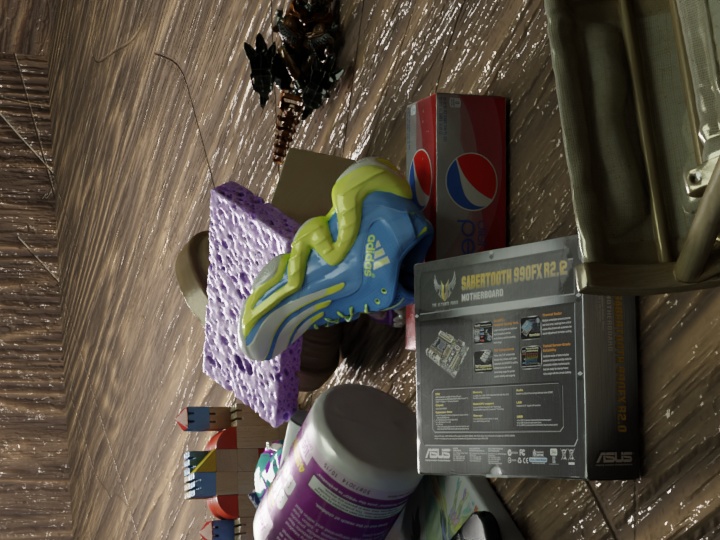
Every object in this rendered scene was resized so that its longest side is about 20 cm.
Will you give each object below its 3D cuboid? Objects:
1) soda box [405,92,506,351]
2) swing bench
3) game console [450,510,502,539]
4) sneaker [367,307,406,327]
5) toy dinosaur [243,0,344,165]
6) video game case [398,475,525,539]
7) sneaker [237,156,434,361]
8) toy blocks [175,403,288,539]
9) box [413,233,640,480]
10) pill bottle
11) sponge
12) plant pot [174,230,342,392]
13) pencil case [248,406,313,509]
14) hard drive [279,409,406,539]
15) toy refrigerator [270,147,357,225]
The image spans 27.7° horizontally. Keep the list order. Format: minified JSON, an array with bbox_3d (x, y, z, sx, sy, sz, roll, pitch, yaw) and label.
[{"bbox_3d":[0.076,-0.036,1.159,0.070,0.063,0.203,174,97,-70],"label":"soda box"},{"bbox_3d":[0.189,-0.112,0.757,0.200,0.128,0.202,127,140,-67],"label":"swing bench"},{"bbox_3d":[0.036,0.301,1.106,0.201,0.115,0.178,119,146,-51],"label":"game console"},{"bbox_3d":[0.000,0.000,1.274,0.200,0.087,0.082,75,-167,-76],"label":"sneaker"},{"bbox_3d":[-0.061,-0.216,1.560,0.136,0.101,0.203,-74,-23,-74],"label":"toy dinosaur"},{"bbox_3d":[0.077,0.247,1.196,0.200,0.022,0.184,-123,39,-59],"label":"video game case"},{"bbox_3d":[-0.016,0.014,1.140,0.105,0.075,0.201,44,113,23],"label":"sneaker"},{"bbox_3d":[-0.137,0.228,1.636,0.100,0.135,0.203,147,122,-66],"label":"toy blocks"},{"bbox_3d":[0.111,0.065,1.018,0.199,0.048,0.161,-12,77,58],"label":"box"},{"bbox_3d":[-0.027,0.204,1.251,0.201,0.111,0.113,-62,31,31],"label":"pill bottle"},{"bbox_3d":[-0.095,0.031,1.306,0.111,0.030,0.202,34,132,37],"label":"sponge"},{"bbox_3d":[-0.082,0.018,1.470,0.093,0.200,0.202,-45,38,20],"label":"plant pot"},{"bbox_3d":[-0.046,0.193,1.452,0.093,0.085,0.200,49,152,1],"label":"pencil case"},{"bbox_3d":[-0.022,0.241,1.347,0.027,0.131,0.202,-39,-34,-57],"label":"hard drive"},{"bbox_3d":[-0.049,-0.047,1.401,0.200,0.075,0.071,-83,3,-66],"label":"toy refrigerator"}]
